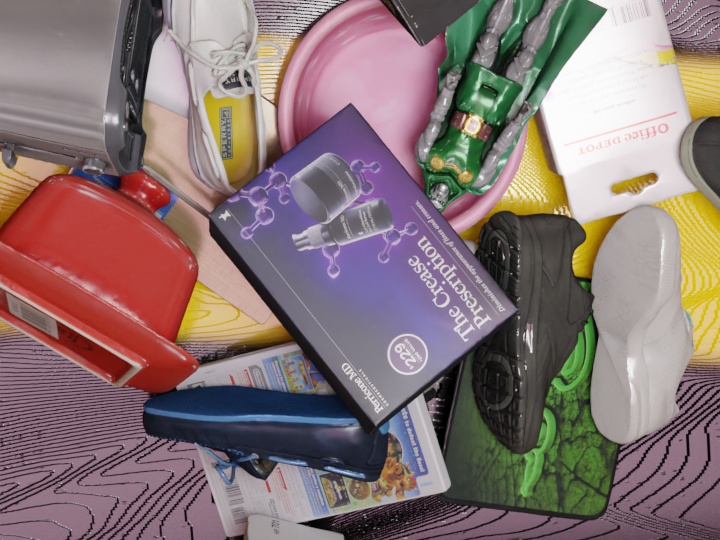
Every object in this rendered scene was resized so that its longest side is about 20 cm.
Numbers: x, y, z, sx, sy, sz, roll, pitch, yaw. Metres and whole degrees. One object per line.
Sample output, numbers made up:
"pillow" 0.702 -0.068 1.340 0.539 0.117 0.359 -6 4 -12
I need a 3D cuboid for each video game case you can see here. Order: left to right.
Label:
"video game case" -0.040 0.127 1.595 0.199 0.018 0.144 -14 98 23

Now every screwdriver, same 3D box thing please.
"screwdriver" -0.096 -0.031 1.559 0.029 0.028 0.200 -48 124 -3

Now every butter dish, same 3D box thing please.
"butter dish" -0.196 -0.011 1.539 0.199 0.200 0.148 30 74 -7

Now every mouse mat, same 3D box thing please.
"mouse mat" 0.150 0.101 1.632 0.160 0.008 0.201 9 96 -20

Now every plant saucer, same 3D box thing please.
"plant saucer" 0.031 -0.120 1.584 0.199 0.051 0.202 0 89 -9

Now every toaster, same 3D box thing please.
"toaster" -0.220 -0.171 1.494 0.128 0.114 0.201 6 76 3

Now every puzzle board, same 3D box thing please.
"puzzle board" -0.116 -0.074 1.607 0.200 0.017 0.151 35 94 -7

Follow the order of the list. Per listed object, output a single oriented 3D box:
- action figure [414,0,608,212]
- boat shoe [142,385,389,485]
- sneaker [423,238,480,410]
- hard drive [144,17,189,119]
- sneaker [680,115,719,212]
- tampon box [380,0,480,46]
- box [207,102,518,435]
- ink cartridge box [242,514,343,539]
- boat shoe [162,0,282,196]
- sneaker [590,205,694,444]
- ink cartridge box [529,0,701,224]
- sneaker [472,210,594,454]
"action figure" 0.096 -0.133 1.535 0.118 0.055 0.201 24 99 0
"boat shoe" -0.078 0.135 1.558 0.199 0.084 0.069 5 109 21
"sneaker" 0.031 0.060 1.613 0.081 0.075 0.201 22 96 12
"hard drive" -0.191 -0.218 1.567 0.199 0.027 0.133 25 94 -1
"sneaker" 0.348 -0.052 1.569 0.200 0.106 0.075 33 74 -32
"tampon box" 0.031 -0.301 1.488 0.150 0.126 0.200 -39 62 1
"box" 0.000 0.000 1.497 0.141 0.079 0.200 -39 85 -6
"ink cartridge box" -0.072 0.316 1.573 0.085 0.147 0.201 14 108 -6
"boat shoe" -0.101 -0.149 1.513 0.074 0.086 0.203 -11 111 -24
"sneaker" 0.237 0.037 1.613 0.088 0.075 0.201 -12 119 -33
"ink cartridge box" 0.192 -0.148 1.594 0.116 0.068 0.201 -15 97 -1
"sneaker" 0.142 0.049 1.575 0.090 0.076 0.201 -7 112 -28
